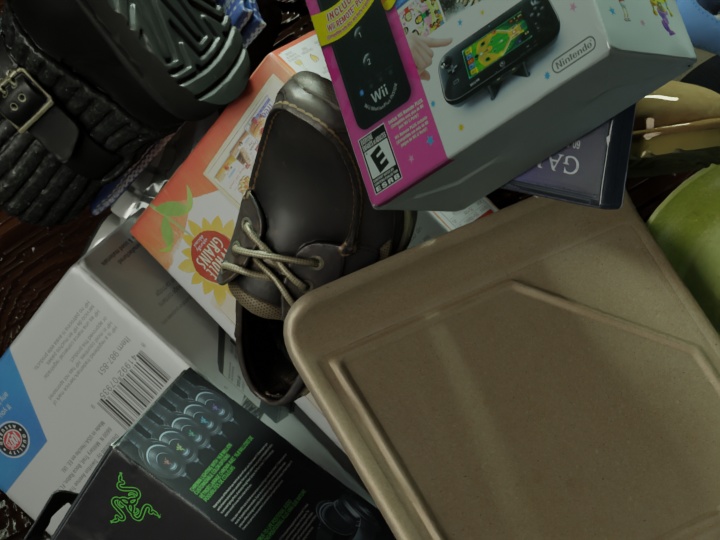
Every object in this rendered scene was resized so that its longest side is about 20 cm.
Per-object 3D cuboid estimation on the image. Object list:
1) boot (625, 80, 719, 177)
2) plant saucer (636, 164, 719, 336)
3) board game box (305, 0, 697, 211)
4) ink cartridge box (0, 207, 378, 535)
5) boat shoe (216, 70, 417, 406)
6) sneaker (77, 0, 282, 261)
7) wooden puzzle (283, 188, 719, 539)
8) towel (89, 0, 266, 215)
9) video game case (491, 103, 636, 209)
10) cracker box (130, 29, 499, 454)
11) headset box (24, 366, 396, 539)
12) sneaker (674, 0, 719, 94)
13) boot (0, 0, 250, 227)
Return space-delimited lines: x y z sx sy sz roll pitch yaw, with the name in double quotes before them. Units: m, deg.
"boot" 0.085 -0.140 1.184 0.174 0.066 0.201 -3 88 34
"plant saucer" 0.201 0.043 1.214 0.199 0.031 0.201 4 97 40
"board game box" 0.041 -0.145 1.120 0.147 0.064 0.201 -32 68 39
"ink cartridge box" -0.092 0.092 1.388 0.200 0.084 0.145 42 122 1
"boat shoe" -0.023 -0.004 1.216 0.074 0.073 0.201 28 147 22
"sneaker" -0.061 -0.041 1.419 0.115 0.075 0.201 33 109 14
"wooden puzzle" 0.086 0.071 1.193 0.201 0.184 0.037 60 158 17
"towel" -0.120 -0.142 1.417 0.145 0.024 0.201 -48 38 24
"video game case" 0.067 -0.137 1.150 0.142 0.019 0.201 14 101 44
"cracker box" 0.000 0.000 1.327 0.200 0.058 0.134 46 121 6
"headset box" -0.072 0.173 1.312 0.200 0.093 0.174 37 121 3
"sneaker" 0.150 -0.105 1.222 0.199 0.074 0.083 5 95 33
"boot" -0.167 -0.130 1.308 0.157 0.079 0.212 -26 100 41
